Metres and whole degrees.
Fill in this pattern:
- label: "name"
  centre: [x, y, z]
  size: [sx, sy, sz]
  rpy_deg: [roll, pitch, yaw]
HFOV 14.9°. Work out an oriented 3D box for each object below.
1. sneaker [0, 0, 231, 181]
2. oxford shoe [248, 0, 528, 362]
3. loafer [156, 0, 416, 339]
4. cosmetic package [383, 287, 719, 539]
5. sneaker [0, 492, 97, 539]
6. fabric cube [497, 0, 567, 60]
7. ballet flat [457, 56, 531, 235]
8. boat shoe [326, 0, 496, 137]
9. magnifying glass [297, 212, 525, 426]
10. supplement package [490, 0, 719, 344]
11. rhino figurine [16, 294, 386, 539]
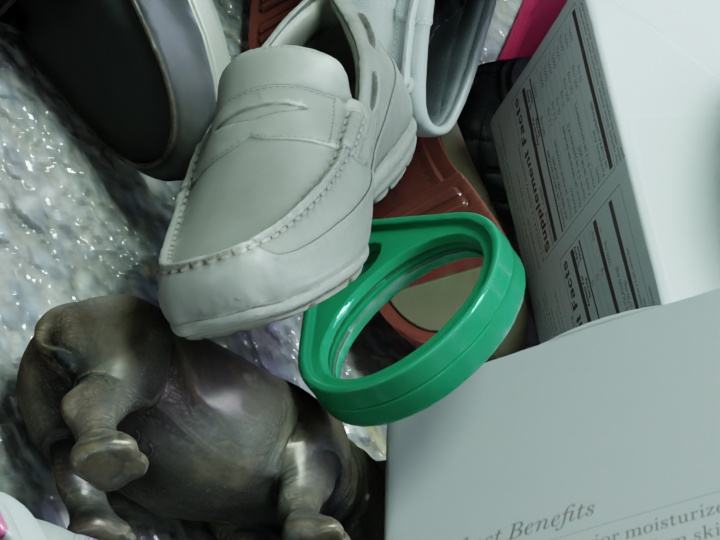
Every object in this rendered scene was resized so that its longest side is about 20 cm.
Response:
- label: "sneaker"
  centre: [-0.130, -0.105, 0.938]
  size: [0.106, 0.075, 0.200]
  rpy_deg: [-30, 86, -45]
- label: "oxford shoe"
  centre: [0.010, -0.040, 1.068]
  size: [0.075, 0.070, 0.200]
  rpy_deg: [56, 12, -60]
- label: "loafer"
  centre: [-0.028, -0.036, 0.894]
  size: [0.200, 0.070, 0.070]
  rpy_deg: [-67, 141, -67]
- label: "cosmetic package"
  centre: [0.111, 0.136, 0.871]
  size: [0.165, 0.164, 0.200]
  rpy_deg: [55, 27, -39]
- label: "sneaker"
  centre: [-0.065, 0.149, 0.749]
  size: [0.088, 0.081, 0.201]
  rpy_deg: [12, 53, -49]
- label: "fabric cube"
  centre: [0.203, -0.101, 1.238]
  size: [0.199, 0.196, 0.200]
  rpy_deg: [43, 34, -12]
- label: "ballet flat"
  centre: [0.100, -0.001, 1.152]
  size: [0.200, 0.057, 0.066]
  rpy_deg: [58, 43, -6]
- label: "boat shoe"
  centre: [0.038, -0.144, 1.003]
  size: [0.072, 0.068, 0.201]
  rpy_deg: [31, 80, -55]
- label: "magnifying glass"
  centre: [0.000, 0.000, 0.935]
  size: [0.022, 0.080, 0.200]
  rpy_deg: [49, -2, -25]
- label: "supplement package"
  centre: [0.170, -0.016, 1.016]
  size: [0.199, 0.111, 0.156]
  rpy_deg: [-3, 65, -19]
- label: "rhino figurine"
  centre: [-0.032, 0.067, 0.893]
  size: [0.200, 0.060, 0.088]
  rpy_deg: [28, 30, -40]
